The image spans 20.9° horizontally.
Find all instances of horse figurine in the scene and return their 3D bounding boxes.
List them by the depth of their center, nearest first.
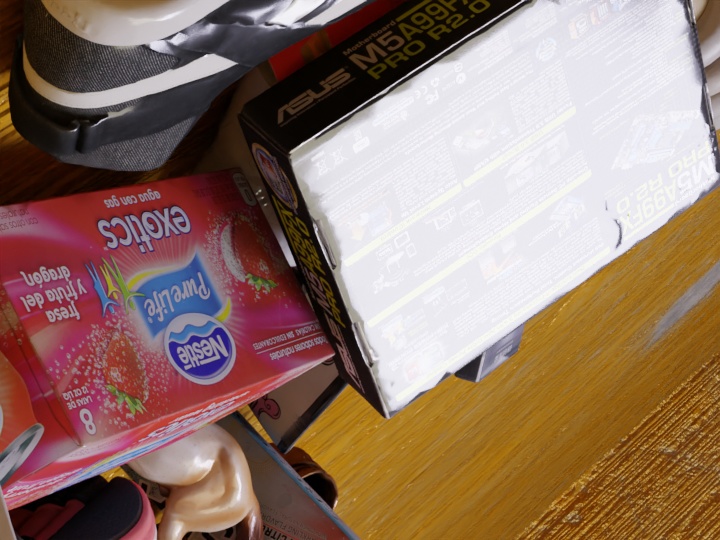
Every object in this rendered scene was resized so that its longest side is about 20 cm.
[{"bbox_3d":[-0.106,0.098,0.945,0.132,0.200,0.050,-42,-154,-8],"label":"horse figurine"}]

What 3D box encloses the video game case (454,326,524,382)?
[{"bbox_3d":[0.100,-0.040,1.172,0.143,0.019,0.201,-20,123,-75],"label":"video game case"}]

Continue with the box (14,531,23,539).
[{"bbox_3d":[-0.165,0.144,0.767,0.068,0.200,0.082,-27,157,-52],"label":"box"}]

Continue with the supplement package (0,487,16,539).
[{"bbox_3d":[-0.216,0.144,0.623,0.150,0.152,0.200,10,129,-37],"label":"supplement package"}]

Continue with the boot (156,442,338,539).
[{"bbox_3d":[-0.093,0.197,1.252,0.200,0.077,0.155,-47,-165,-14],"label":"boot"}]

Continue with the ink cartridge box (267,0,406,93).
[{"bbox_3d":[0.058,-0.098,0.857,0.200,0.050,0.161,-49,139,-26],"label":"ink cartridge box"}]

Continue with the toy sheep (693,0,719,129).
[{"bbox_3d":[0.188,-0.145,1.128,0.138,0.138,0.200,-46,150,4],"label":"toy sheep"}]

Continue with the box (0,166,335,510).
[{"bbox_3d":[-0.109,0.029,0.774,0.099,0.096,0.200,-29,174,26],"label":"box"}]

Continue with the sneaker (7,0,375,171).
[{"bbox_3d":[-0.047,-0.100,0.713,0.199,0.073,0.112,-24,159,-37],"label":"sneaker"}]

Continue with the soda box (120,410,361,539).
[{"bbox_3d":[-0.058,0.127,1.024,0.064,0.200,0.068,-45,166,-3],"label":"soda box"}]

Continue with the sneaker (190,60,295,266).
[{"bbox_3d":[-0.004,-0.065,0.927,0.199,0.074,0.116,-15,150,-47],"label":"sneaker"}]

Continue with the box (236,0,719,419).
[{"bbox_3d":[0.059,-0.052,0.839,0.200,0.044,0.161,-34,134,-14],"label":"box"}]

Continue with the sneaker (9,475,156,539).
[{"bbox_3d":[-0.157,0.142,0.855,0.199,0.087,0.074,-2,-152,43],"label":"sneaker"}]

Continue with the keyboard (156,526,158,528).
[{"bbox_3d":[-0.198,0.197,1.192,0.104,0.040,0.200,-27,-177,42],"label":"keyboard"}]

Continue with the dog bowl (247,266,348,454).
[{"bbox_3d":[0.000,0.000,1.036,0.200,0.074,0.200,-48,178,-2],"label":"dog bowl"}]
